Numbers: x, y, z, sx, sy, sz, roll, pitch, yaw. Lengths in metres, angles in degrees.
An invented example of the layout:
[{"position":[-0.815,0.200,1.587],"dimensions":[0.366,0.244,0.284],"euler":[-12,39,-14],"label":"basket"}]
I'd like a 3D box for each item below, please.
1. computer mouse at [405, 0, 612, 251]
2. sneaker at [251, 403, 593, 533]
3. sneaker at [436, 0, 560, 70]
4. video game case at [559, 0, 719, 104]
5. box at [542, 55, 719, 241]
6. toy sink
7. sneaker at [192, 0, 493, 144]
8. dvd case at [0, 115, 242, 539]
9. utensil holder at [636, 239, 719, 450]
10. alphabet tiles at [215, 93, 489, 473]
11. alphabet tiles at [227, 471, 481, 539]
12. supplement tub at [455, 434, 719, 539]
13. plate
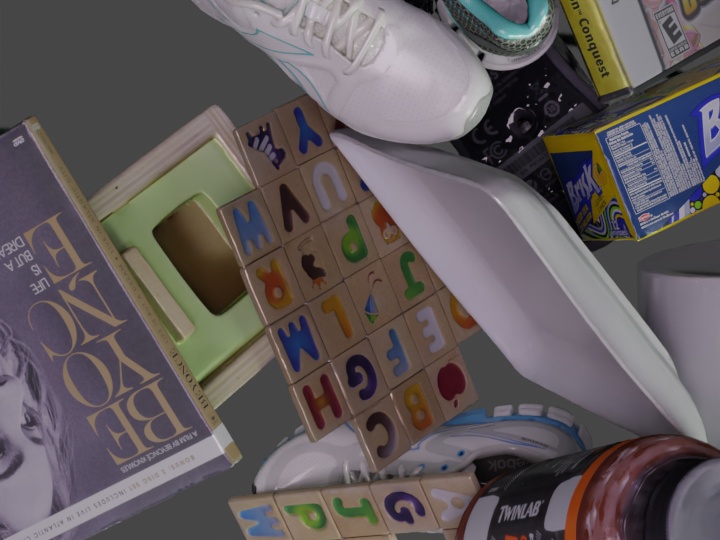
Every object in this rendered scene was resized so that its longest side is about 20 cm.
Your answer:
[{"position":[0.089,-0.100,1.182],"dimensions":[0.138,0.053,0.200],"euler":[-32,84,12],"label":"computer mouse"},{"position":[0.033,0.118,1.206],"dimensions":[0.200,0.087,0.075],"euler":[-9,101,8],"label":"sneaker"},{"position":[0.046,-0.192,1.057],"dimensions":[0.078,0.091,0.200],"euler":[-32,99,2],"label":"sneaker"},{"position":[0.156,-0.203,1.096],"dimensions":[0.025,0.200,0.181],"euler":[-15,102,49],"label":"video game case"},{"position":[0.204,-0.082,1.125],"dimensions":[0.200,0.070,0.064],"euler":[-24,98,-17],"label":"box"},{"position":[-0.125,0.025,1.136],"dimensions":[0.200,0.112,0.130],"euler":[-39,96,-33],"label":"toy sink"},{"position":[-0.026,-0.127,1.072],"dimensions":[0.200,0.080,0.071],"euler":[32,91,14],"label":"sneaker"},{"position":[-0.169,0.041,1.074],"dimensions":[0.149,0.016,0.200],"euler":[-27,98,26],"label":"dvd case"},{"position":[0.233,0.089,1.142],"dimensions":[0.170,0.170,0.200],"euler":[-5,99,6],"label":"utensil holder"},{"position":[0.000,0.000,1.158],"dimensions":[0.006,0.166,0.200],"euler":[-15,101,42],"label":"alphabet tiles"},{"position":[0.029,0.205,1.217],"dimensions":[0.167,0.008,0.200],"euler":[-10,115,33],"label":"alphabet tiles"},{"position":[0.132,0.139,1.056],"dimensions":[0.107,0.200,0.107],"euler":[5,76,-22],"label":"supplement tub"},{"position":[0.086,0.003,1.107],"dimensions":[0.032,0.200,0.200],"euler":[-44,115,-9],"label":"plate"}]
